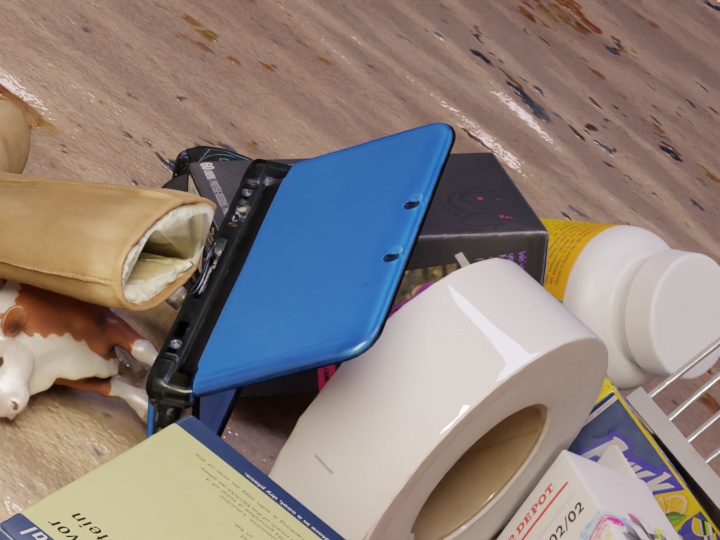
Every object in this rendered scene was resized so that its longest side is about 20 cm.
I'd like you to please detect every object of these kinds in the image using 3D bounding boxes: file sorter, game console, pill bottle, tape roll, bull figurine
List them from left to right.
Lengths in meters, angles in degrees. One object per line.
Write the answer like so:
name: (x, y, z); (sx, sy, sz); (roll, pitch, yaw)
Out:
bull figurine: (-0.159, 0.030, 1.454); (0.121, 0.065, 0.200); (31, 21, -16)
game console: (-0.031, 0.032, 1.380); (0.118, 0.171, 0.200); (12, 40, 9)
tape roll: (0.042, 0.092, 1.430); (0.071, 0.203, 0.202); (43, 21, 21)
pill bottle: (0.150, 0.022, 1.776); (0.113, 0.113, 0.200); (16, -6, -43)
file sorter: (0.283, 0.131, 1.721); (0.139, 0.124, 0.200); (51, -1, 32)

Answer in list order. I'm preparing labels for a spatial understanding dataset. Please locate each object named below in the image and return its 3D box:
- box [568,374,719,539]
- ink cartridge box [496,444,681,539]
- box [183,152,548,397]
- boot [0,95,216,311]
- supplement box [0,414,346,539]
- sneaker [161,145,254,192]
box: (0.153, 0.124, 1.618); (0.200, 0.070, 0.064); (51, 2, -46)
ink cartridge box: (0.127, 0.186, 1.471); (0.068, 0.115, 0.200); (23, 22, -31)
box: (0.000, 0.000, 1.588); (0.200, 0.106, 0.122); (-3, 27, -15)
boot: (-0.167, -0.036, 1.428); (0.200, 0.066, 0.175); (7, 33, 28)
supplement box: (-0.070, 0.192, 1.109); (0.200, 0.134, 0.200); (38, 19, 9)
sneaker: (-0.101, -0.042, 1.730); (0.079, 0.075, 0.200); (28, 9, 17)
